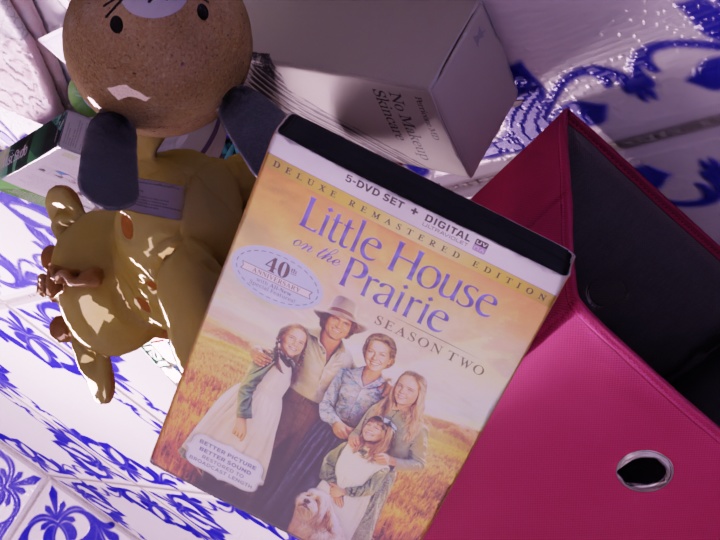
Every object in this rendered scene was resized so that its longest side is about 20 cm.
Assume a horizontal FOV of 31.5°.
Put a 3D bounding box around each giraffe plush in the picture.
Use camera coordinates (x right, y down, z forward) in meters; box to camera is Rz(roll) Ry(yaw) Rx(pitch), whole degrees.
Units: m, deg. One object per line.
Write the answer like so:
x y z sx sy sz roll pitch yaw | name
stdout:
-0.110 0.004 0.738 0.199 0.175 0.161 27 148 -34 | giraffe plush

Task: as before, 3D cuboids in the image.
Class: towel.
-0.332 -0.202 1.029 0.198 0.032 0.192 26 156 15 | towel

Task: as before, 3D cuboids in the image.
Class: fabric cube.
0.115 0.074 0.729 0.196 0.201 0.199 39 120 -18 | fabric cube

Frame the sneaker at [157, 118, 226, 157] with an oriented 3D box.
-0.106 -0.037 0.856 0.113 0.073 0.200 22 144 -17 | sneaker

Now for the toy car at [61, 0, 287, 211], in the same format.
-0.099 -0.127 0.611 0.162 0.202 0.158 -10 160 -12 | toy car

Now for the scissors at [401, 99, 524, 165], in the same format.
0.028 -0.098 0.820 0.073 0.014 0.200 39 157 -14 | scissors

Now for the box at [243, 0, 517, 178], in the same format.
-0.013 -0.120 0.755 0.198 0.069 0.082 15 153 35 | box

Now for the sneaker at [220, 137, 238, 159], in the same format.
-0.091 -0.071 0.923 0.198 0.078 0.092 20 125 -13 | sneaker

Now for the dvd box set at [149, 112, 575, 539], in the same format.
-0.006 0.045 0.606 0.145 0.029 0.201 26 120 2 | dvd box set

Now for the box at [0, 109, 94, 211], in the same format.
-0.221 -0.077 1.087 0.143 0.037 0.199 22 162 -29 | box

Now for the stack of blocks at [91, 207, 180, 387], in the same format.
-0.155 0.028 1.060 0.200 0.059 0.115 49 152 -17 | stack of blocks

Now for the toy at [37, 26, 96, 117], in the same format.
-0.156 -0.136 0.924 0.115 0.048 0.199 43 155 -29 | toy
